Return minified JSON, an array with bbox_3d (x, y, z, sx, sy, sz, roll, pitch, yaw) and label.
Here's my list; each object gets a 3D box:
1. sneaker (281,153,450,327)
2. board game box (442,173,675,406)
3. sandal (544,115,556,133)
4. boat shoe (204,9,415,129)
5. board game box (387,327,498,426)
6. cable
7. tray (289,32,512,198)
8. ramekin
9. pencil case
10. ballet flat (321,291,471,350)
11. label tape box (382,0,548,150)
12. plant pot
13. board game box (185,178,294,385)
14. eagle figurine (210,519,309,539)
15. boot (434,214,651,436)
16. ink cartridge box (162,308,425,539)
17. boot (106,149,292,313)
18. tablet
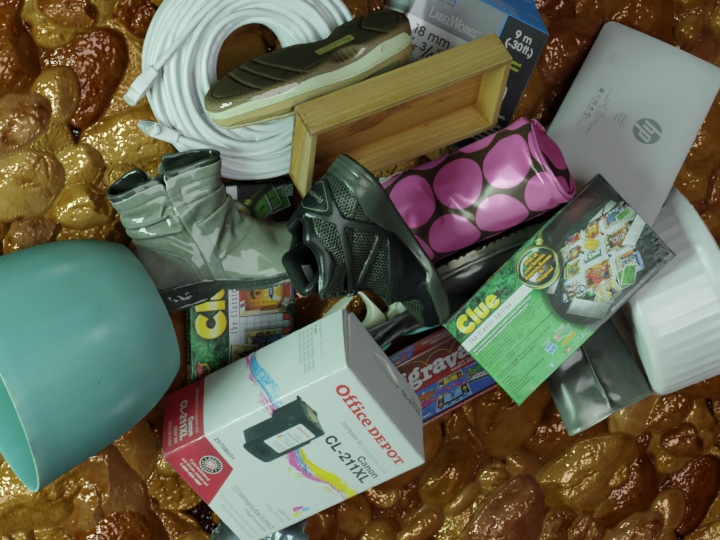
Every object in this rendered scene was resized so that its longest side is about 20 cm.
[{"bbox_3d":[0.000,0.000,1.556,0.114,0.076,0.200,-43,131,-6],"label":"sneaker"},{"bbox_3d":[0.181,0.018,1.612,0.200,0.023,0.105,-43,92,3],"label":"board game box"},{"bbox_3d":[0.206,-0.117,1.715,0.200,0.057,0.080,-36,112,-9],"label":"sandal"},{"bbox_3d":[-0.038,-0.156,1.539,0.199,0.072,0.077,-22,126,-14],"label":"boat shoe"},{"bbox_3d":[0.085,0.098,1.721,0.199,0.019,0.103,-27,136,-12],"label":"board game box"},{"bbox_3d":[-0.097,-0.181,1.582,0.199,0.069,0.201,30,91,-25],"label":"cable"},{"bbox_3d":[0.034,-0.137,1.554,0.199,0.037,0.099,-21,152,-18],"label":"tray"},{"bbox_3d":[0.288,0.023,1.710,0.097,0.201,0.202,-24,110,-5],"label":"ramekin"},{"bbox_3d":[0.096,-0.072,1.624,0.199,0.091,0.094,-22,72,21],"label":"pencil case"},{"bbox_3d":[0.025,0.043,1.674,0.199,0.068,0.069,-27,102,-24],"label":"ballet flat"},{"bbox_3d":[0.093,-0.222,1.645,0.143,0.063,0.201,22,95,-24],"label":"label tape box"},{"bbox_3d":[-0.253,0.065,1.521,0.160,0.200,0.202,-27,111,-22],"label":"plant pot"},{"bbox_3d":[-0.112,0.018,1.642,0.104,0.023,0.202,-5,105,-17],"label":"board game box"},{"bbox_3d":[-0.109,0.342,1.691,0.200,0.150,0.152,-49,162,-35],"label":"eagle figurine"},{"bbox_3d":[0.167,0.061,1.668,0.181,0.073,0.201,-19,93,-14],"label":"boot"},{"bbox_3d":[-0.060,0.145,1.611,0.199,0.083,0.146,-27,125,17],"label":"ink cartridge box"},{"bbox_3d":[-0.117,-0.048,1.558,0.199,0.068,0.132,-17,117,-12],"label":"boot"},{"bbox_3d":[0.254,-0.139,1.679,0.129,0.014,0.201,25,68,10],"label":"tablet"}]
